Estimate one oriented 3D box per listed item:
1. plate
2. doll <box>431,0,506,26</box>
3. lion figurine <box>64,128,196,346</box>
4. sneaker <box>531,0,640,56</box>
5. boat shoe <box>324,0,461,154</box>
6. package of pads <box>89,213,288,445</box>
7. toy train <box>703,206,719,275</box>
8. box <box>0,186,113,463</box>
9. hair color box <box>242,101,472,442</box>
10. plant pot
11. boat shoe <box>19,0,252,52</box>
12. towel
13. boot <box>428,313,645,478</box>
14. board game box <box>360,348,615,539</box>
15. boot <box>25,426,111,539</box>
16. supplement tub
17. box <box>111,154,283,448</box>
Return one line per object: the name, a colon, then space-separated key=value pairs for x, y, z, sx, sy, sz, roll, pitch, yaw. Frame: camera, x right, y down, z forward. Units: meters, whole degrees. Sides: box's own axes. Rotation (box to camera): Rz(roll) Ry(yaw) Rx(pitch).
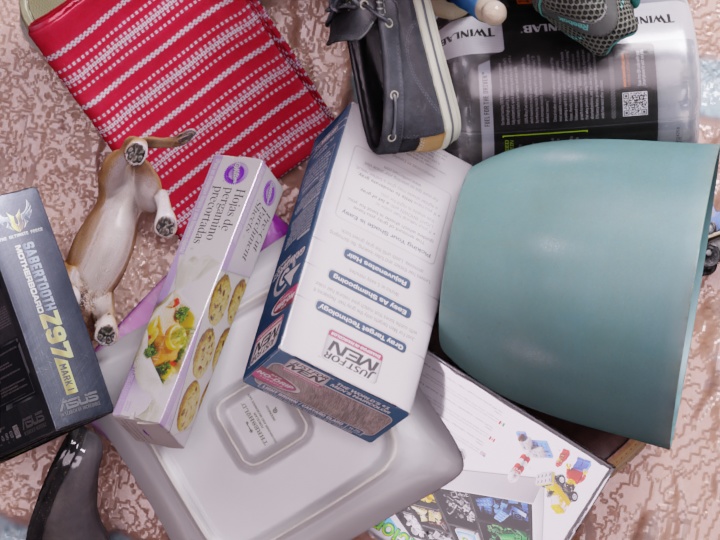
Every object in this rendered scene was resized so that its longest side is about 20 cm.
plate: x=-0.063 y=0.099 z=1.501 sx=0.200 sy=0.032 sz=0.200 roll=-32 pitch=83 yaw=2
doll: x=0.058 y=-0.213 z=1.431 sx=0.048 sy=0.200 sz=0.137 roll=-27 pitch=72 yaw=-11
lion figurine: x=-0.175 y=-0.021 z=1.543 sx=0.072 sy=0.122 sz=0.200 roll=33 pitch=94 yaw=-18
sneaker: x=0.142 y=-0.189 z=1.481 sx=0.078 sy=0.200 sz=0.091 roll=-37 pitch=102 yaw=17
boat shoe: x=0.007 y=-0.168 z=1.459 sx=0.062 sy=0.075 sz=0.200 roll=-20 pitch=99 yaw=-16
package of pads: x=-0.103 y=0.056 z=1.565 sx=0.121 sy=0.076 sz=0.200 roll=45 pitch=88 yaw=-1
toy train: x=0.192 y=-0.006 z=1.588 sx=0.200 sy=0.034 sz=0.046 roll=-18 pitch=75 yaw=0
box: x=-0.250 y=0.047 z=1.513 sx=0.051 sy=0.200 sz=0.158 roll=-18 pitch=85 yaw=-36
hair color box: x=0.000 y=0.000 z=1.475 sx=0.100 sy=0.061 sz=0.200 roll=27 pitch=55 yaw=-16
plant pot: x=0.140 y=0.004 z=1.477 sx=0.161 sy=0.201 sz=0.201 roll=10 pitch=86 yaw=10
boat shoe: x=-0.143 y=-0.200 z=1.589 sx=0.200 sy=0.068 sz=0.075 roll=-14 pitch=81 yaw=-11
towel: x=-0.119 y=-0.131 z=1.560 sx=0.145 sy=0.022 sz=0.200 roll=-35 pitch=116 yaw=-1
boot: x=0.095 y=0.092 z=1.560 sx=0.200 sy=0.072 sz=0.166 roll=-34 pitch=89 yaw=3
board game box: x=0.054 y=0.132 z=1.519 sx=0.200 sy=0.035 sz=0.126 roll=32 pitch=92 yaw=9
boot: x=-0.164 y=0.204 z=1.546 sx=0.131 sy=0.070 sz=0.200 roll=15 pitch=116 yaw=1
supplement tub: x=0.127 y=-0.127 z=1.552 sx=0.200 sy=0.123 sz=0.123 roll=-4 pitch=86 yaw=0
box: x=-0.105 y=0.019 z=1.481 sx=0.039 sy=0.041 sz=0.200 roll=8 pitch=63 yaw=26
